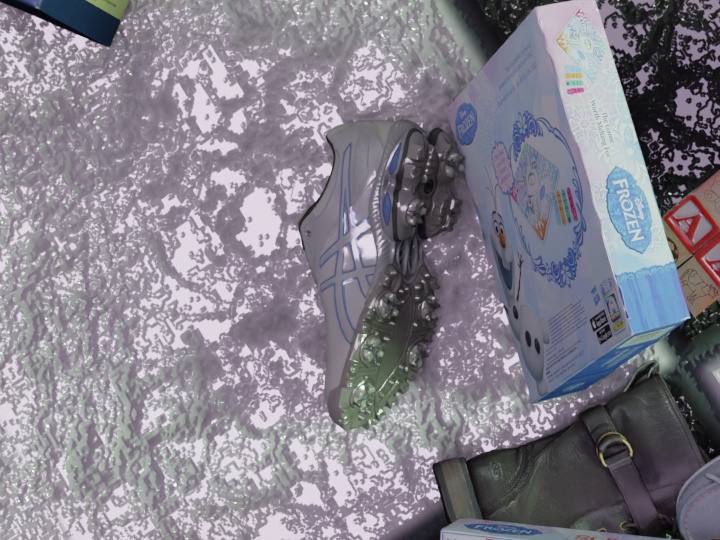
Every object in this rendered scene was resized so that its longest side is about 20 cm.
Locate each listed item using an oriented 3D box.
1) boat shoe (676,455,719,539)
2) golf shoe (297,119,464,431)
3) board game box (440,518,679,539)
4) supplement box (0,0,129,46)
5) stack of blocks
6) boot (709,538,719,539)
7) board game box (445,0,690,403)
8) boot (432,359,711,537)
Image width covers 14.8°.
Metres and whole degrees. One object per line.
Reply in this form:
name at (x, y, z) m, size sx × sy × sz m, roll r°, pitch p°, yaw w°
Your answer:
boat shoe at (0.271, 0.134, 1.627) m, size 0.202 × 0.065 × 0.075 m, roll -10°, pitch 97°, yaw 33°
golf shoe at (0.000, 0.000, 1.768) m, size 0.097 × 0.078 × 0.200 m, roll 15°, pitch 92°, yaw 34°
board game box at (0.143, 0.254, 1.618) m, size 0.199 × 0.041 × 0.200 m, roll 5°, pitch 99°, yaw 22°
supplement box at (-0.198, -0.266, 1.728) m, size 0.134 × 0.200 × 0.200 m, roll 23°, pitch 91°, yaw 8°
stack of blocks at (0.265, -0.060, 1.656) m, size 0.059 × 0.200 × 0.115 m, roll 51°, pitch 134°, yaw 5°
boot at (0.211, 0.257, 1.632) m, size 0.188 × 0.068 × 0.200 m, roll 6°, pitch 110°, yaw 23°
board game box at (0.121, -0.038, 1.665) m, size 0.043 × 0.200 × 0.199 m, roll -14°, pitch 80°, yaw -17°
boot at (0.150, 0.167, 1.713) m, size 0.174 × 0.069 × 0.200 m, roll -18°, pitch 71°, yaw -1°
